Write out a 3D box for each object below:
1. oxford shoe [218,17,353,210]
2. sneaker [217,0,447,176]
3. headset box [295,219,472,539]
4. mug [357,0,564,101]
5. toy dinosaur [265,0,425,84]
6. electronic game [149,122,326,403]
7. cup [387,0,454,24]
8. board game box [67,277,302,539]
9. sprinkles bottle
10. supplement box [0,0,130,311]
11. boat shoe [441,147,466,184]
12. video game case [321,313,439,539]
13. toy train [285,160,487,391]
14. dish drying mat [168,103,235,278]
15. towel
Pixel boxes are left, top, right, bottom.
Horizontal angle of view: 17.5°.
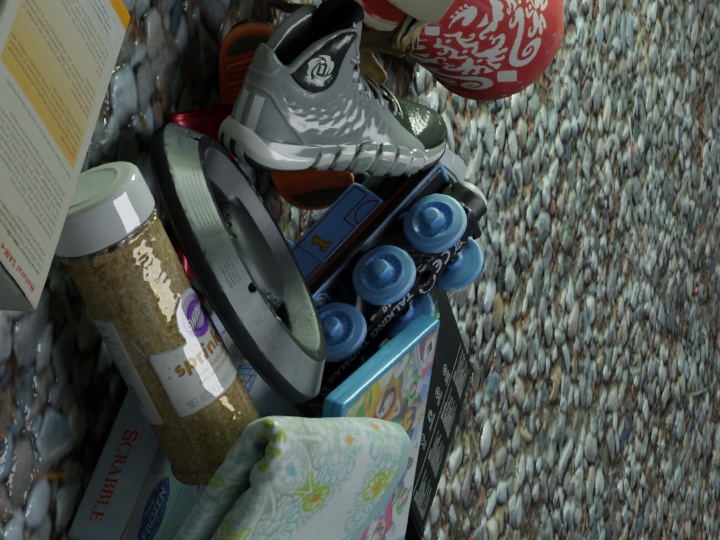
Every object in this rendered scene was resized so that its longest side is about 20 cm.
[{"bbox_3d":[-0.060,-0.124,1.678,0.200,0.071,0.073,67,10,-55],"label":"oxford shoe"},{"bbox_3d":[-0.001,-0.129,1.595,0.200,0.075,0.116,-7,121,-46],"label":"sneaker"},{"bbox_3d":[0.006,0.080,1.816,0.200,0.092,0.175,69,31,-47],"label":"headset box"},{"bbox_3d":[0.058,-0.237,1.929,0.134,0.177,0.200,-52,157,10],"label":"mug"},{"bbox_3d":[-0.028,-0.164,1.708,0.101,0.200,0.058,35,73,-19],"label":"toy dinosaur"},{"bbox_3d":[-0.079,-0.005,1.504,0.200,0.042,0.200,60,10,-17],"label":"electronic game"},{"bbox_3d":[0.027,-0.291,1.614,0.143,0.200,0.200,-47,167,16],"label":"cup"},{"bbox_3d":[-0.108,0.142,1.563,0.200,0.041,0.201,64,39,-50],"label":"board game box"},{"bbox_3d":[-0.125,0.034,1.423,0.200,0.068,0.068,65,31,-24],"label":"sprinkles bottle"},{"bbox_3d":[-0.202,-0.095,1.258,0.126,0.073,0.201,63,35,-54],"label":"supplement box"},{"bbox_3d":[0.026,-0.086,1.903,0.200,0.068,0.057,31,71,-61],"label":"boat shoe"},{"bbox_3d":[0.004,0.145,1.641,0.143,0.018,0.201,-40,145,-52],"label":"video game case"},{"bbox_3d":[0.000,0.000,1.673,0.200,0.114,0.087,-47,150,-12],"label":"toy train"},{"bbox_3d":[-0.109,-0.011,1.602,0.077,0.018,0.201,-20,113,-64],"label":"dish drying mat"},{"bbox_3d":[-0.062,0.177,1.472,0.200,0.048,0.171,-58,157,13],"label":"towel"}]
